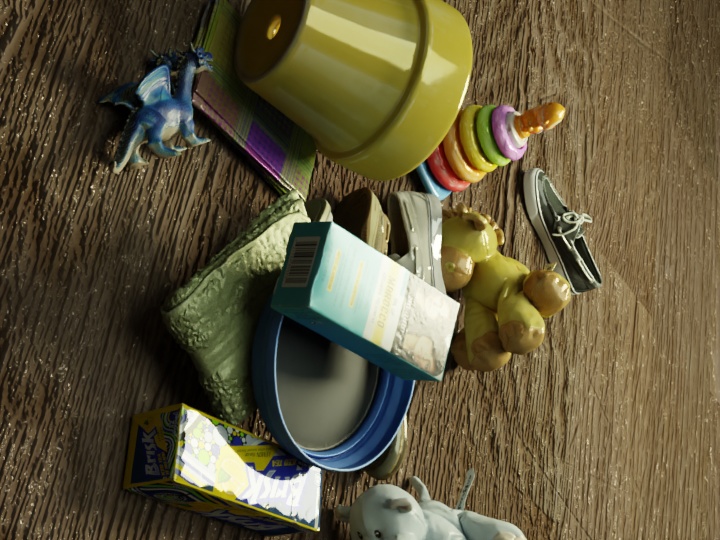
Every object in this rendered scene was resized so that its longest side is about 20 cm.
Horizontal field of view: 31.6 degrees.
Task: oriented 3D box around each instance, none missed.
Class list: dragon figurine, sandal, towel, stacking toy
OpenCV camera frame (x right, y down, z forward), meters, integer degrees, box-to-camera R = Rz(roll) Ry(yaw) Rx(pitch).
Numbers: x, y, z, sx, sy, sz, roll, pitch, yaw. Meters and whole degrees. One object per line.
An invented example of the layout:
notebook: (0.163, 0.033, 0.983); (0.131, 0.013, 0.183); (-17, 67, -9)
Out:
dragon figurine: (-0.195, -0.149, 1.161); (0.200, 0.059, 0.100); (-36, 108, -55)
sandal: (0.016, 0.123, 1.372); (0.054, 0.080, 0.201); (15, 69, -29)
towel: (-0.110, -0.177, 1.333); (0.200, 0.023, 0.144); (44, 44, -40)
towel: (-0.091, 0.034, 1.173); (0.200, 0.036, 0.149); (-46, 122, -38)
stacking toy: (0.164, -0.167, 1.574); (0.110, 0.199, 0.116); (64, 34, -17)

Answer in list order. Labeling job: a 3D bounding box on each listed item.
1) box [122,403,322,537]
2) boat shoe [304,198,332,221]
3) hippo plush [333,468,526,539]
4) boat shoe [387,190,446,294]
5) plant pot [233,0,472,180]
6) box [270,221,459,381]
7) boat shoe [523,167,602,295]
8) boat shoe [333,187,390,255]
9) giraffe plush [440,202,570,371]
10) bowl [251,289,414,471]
box: (-0.118, 0.185, 1.146); (0.200, 0.064, 0.071); (31, 54, -46)
boat shoe: (-0.074, 0.016, 1.274); (0.069, 0.074, 0.201); (52, 50, -33)
hippo plush: (0.070, 0.277, 1.304); (0.161, 0.159, 0.201); (36, 51, -45)
boat shoe: (0.055, 0.001, 1.483); (0.069, 0.071, 0.201); (9, 73, -25)
plant pot: (-0.019, -0.217, 1.308); (0.188, 0.200, 0.202); (21, 60, -33)
box: (0.009, 0.032, 1.163); (0.200, 0.049, 0.083); (31, 67, -44)
boat shoe: (0.297, -0.060, 1.850); (0.074, 0.068, 0.201); (-32, 105, -56)
boat shoe: (0.000, 0.000, 1.384); (0.065, 0.071, 0.201); (47, 42, -35)
giraffe plush: (0.147, 0.002, 1.544); (0.162, 0.172, 0.200); (46, 43, -15)
bowl: (-0.024, 0.086, 1.193); (0.200, 0.039, 0.202); (0, 90, -48)
